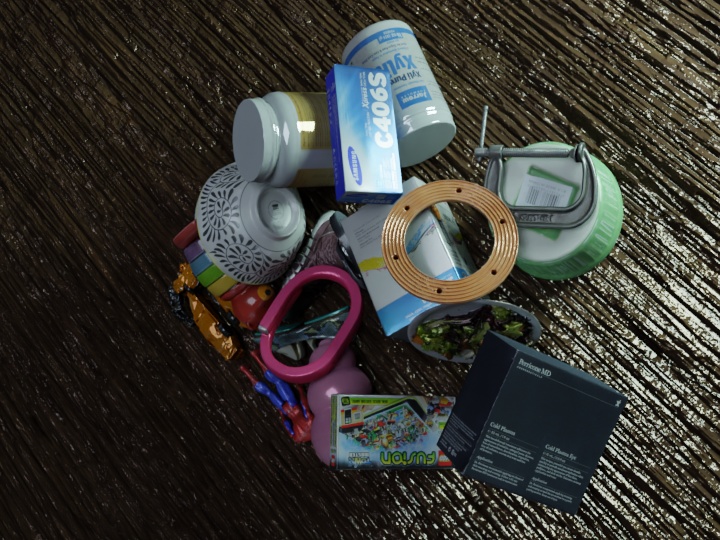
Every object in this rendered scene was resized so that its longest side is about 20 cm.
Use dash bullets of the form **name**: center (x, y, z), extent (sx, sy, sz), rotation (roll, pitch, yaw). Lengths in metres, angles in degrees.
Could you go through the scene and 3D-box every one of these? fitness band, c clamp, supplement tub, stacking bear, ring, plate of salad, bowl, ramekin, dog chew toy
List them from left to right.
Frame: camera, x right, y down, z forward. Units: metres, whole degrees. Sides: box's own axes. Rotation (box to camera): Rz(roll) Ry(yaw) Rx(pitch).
- **stacking bear**: center (-0.215, 0.001, 1.551), extent (0.113, 0.121, 0.202), rotation (-32, 95, 36)
- **bowl**: center (-0.157, -0.086, 1.491), extent (0.093, 0.197, 0.206), rotation (-18, 73, 51)
- **supplement tub**: center (-0.086, -0.204, 1.443), extent (0.144, 0.196, 0.148), rotation (13, 106, 58)
- **fitness band**: center (-0.078, 0.083, 1.471), extent (0.142, 0.038, 0.202), rotation (24, 67, 23)
- **dog chew toy**: center (-0.030, 0.209, 1.477), extent (0.123, 0.124, 0.204), rotation (-20, 74, 23)
- **supplement tub**: center (0.060, -0.286, 1.497), extent (0.131, 0.131, 0.203), rotation (-31, 70, 20)
- **ring**: center (0.127, -0.040, 1.320), extent (0.195, 0.019, 0.204), rotation (-3, 60, 5)
- **plate of salad**: center (0.166, 0.100, 1.353), extent (0.196, 0.200, 0.049), rotation (-13, 55, 24)
- **c clamp**: center (0.248, -0.145, 1.327), extent (0.196, 0.027, 0.175), rotation (10, 88, 29)
- **ramekin**: center (0.282, -0.092, 1.374), extent (0.196, 0.097, 0.205), rotation (-4, 81, 27)

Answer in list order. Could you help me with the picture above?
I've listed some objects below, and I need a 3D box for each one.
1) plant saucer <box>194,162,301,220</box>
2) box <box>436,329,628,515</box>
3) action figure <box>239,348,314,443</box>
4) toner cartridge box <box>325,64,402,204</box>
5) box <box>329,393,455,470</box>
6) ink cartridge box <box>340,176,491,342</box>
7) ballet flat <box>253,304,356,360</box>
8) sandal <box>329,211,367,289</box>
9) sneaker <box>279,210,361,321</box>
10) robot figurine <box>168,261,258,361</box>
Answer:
- **plant saucer**: center (-0.191, -0.090, 1.626), extent (0.195, 0.050, 0.205), rotation (0, 89, 8)
- **box**: center (0.239, 0.212, 1.293), extent (0.185, 0.197, 0.104), rotation (-65, 20, 5)
- **action figure**: center (-0.123, 0.223, 1.566), extent (0.066, 0.051, 0.201), rotation (-47, 70, 19)
- **toner cartridge box**: center (0.005, -0.202, 1.377), extent (0.043, 0.093, 0.205), rotation (140, 127, -63)
- **box**: center (0.050, 0.245, 1.407), extent (0.035, 0.196, 0.113), rotation (162, 110, -67)
- **ink cartridge box**: center (0.087, -0.013, 1.435), extent (0.143, 0.147, 0.203), rotation (-29, 71, 18)
- **ballet flat**: center (-0.093, 0.115, 1.558), extent (0.197, 0.074, 0.076), rotation (-16, 76, 28)
- **sandal**: center (0.000, 0.001, 1.482), extent (0.042, 0.076, 0.203), rotation (-28, 97, 16)
- **sneaker**: center (-0.054, 0.011, 1.547), extent (0.114, 0.075, 0.203), rotation (29, 95, 24)
- **robot figurine**: center (-0.259, 0.057, 1.653), extent (0.146, 0.058, 0.200), rotation (-49, 66, 12)
